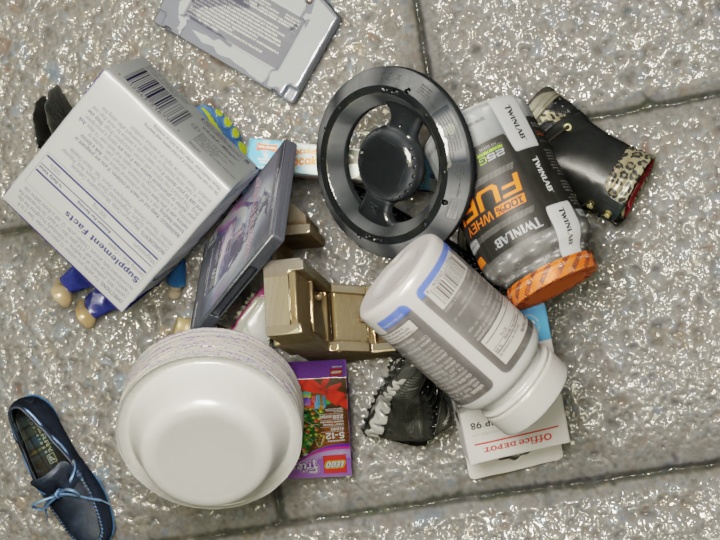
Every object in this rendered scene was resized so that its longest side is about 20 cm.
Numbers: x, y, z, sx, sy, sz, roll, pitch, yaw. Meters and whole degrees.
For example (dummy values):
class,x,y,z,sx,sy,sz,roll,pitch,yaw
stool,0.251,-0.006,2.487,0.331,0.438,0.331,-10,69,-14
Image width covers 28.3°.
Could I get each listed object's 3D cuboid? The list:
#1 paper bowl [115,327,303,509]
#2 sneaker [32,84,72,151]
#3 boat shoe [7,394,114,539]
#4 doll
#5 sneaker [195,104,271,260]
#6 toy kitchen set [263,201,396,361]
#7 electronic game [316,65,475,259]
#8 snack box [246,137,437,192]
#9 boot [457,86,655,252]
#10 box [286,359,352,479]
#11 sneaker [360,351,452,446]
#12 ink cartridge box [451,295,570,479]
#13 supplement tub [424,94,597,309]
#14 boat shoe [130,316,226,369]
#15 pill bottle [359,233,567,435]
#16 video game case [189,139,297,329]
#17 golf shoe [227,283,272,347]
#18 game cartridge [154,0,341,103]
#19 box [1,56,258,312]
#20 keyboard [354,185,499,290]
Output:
class,x,y,z,sx,sy,sz,roll,pitch,yaw
paper bowl,-0.160,0.169,1.526,0.200,0.104,0.201,0,117,-1
sneaker,-0.314,-0.116,1.688,0.200,0.104,0.060,41,136,-23
boat shoe,-0.368,0.245,1.698,0.084,0.069,0.200,-38,82,9
doll,-0.261,-0.008,1.667,0.200,0.049,0.136,-34,117,22
sneaker,-0.154,-0.095,1.665,0.083,0.071,0.200,-34,85,33
toy kitchen set,0.000,0.000,1.557,0.180,0.200,0.164,-7,77,12
electronic game,0.033,-0.111,1.480,0.199,0.042,0.201,9,105,37
snack box,-0.017,-0.117,1.602,0.199,0.116,0.037,7,91,13
boot,0.212,-0.082,1.570,0.153,0.073,0.204,32,92,16
box,-0.110,0.171,1.608,0.199,0.039,0.137,-3,120,1
sneaker,0.064,0.138,1.563,0.090,0.200,0.067,21,58,0
ink cartridge box,0.158,0.134,1.550,0.115,0.067,0.201,-13,103,-2
supplement tub,0.158,-0.069,1.481,0.122,0.123,0.200,-29,76,10
boat shoe,-0.230,0.124,1.640,0.076,0.072,0.200,22,119,-22
pill bottle,0.106,0.068,1.440,0.200,0.114,0.114,42,98,-12
video game case,-0.128,-0.030,1.544,0.019,0.143,0.200,23,135,-19
golf shoe,-0.126,0.111,1.652,0.091,0.075,0.200,27,103,2
game cartridge,-0.128,-0.300,1.671,0.200,0.041,0.133,32,99,11
box,-0.248,-0.094,1.551,0.184,0.105,0.200,44,112,-2
keyboard,0.069,-0.033,1.572,0.200,0.104,0.040,29,124,-1
